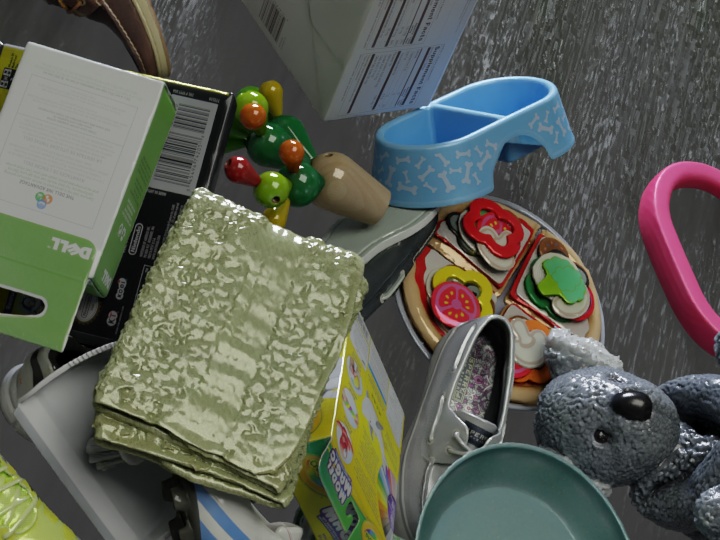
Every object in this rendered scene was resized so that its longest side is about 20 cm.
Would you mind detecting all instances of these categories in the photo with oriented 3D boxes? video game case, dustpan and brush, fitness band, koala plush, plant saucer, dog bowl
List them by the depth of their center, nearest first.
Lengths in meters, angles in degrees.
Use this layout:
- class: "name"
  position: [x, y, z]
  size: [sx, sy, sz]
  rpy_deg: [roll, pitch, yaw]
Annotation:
- class: "dustpan and brush"
  position: [-0.117, 0.081, 1.342]
  size: [0.200, 0.057, 0.140]
  rpy_deg: [-44, 111, -30]
- class: "video game case"
  position: [-0.198, -0.049, 1.408]
  size: [0.179, 0.026, 0.201]
  rpy_deg: [13, 76, 5]
- class: "plant saucer"
  position: [0.115, 0.227, 1.443]
  size: [0.199, 0.036, 0.201]
  rpy_deg: [13, 63, -28]
- class: "koala plush"
  position: [0.225, 0.133, 1.555]
  size: [0.198, 0.184, 0.179]
  rpy_deg: [11, 69, 0]
- class: "dog bowl"
  position: [0.091, -0.110, 1.636]
  size: [0.199, 0.111, 0.050]
  rpy_deg: [-27, 119, -38]
- class: "fitness band"
  position: [0.324, -0.008, 1.756]
  size: [0.143, 0.037, 0.201]
  rpy_deg: [-6, 64, -32]

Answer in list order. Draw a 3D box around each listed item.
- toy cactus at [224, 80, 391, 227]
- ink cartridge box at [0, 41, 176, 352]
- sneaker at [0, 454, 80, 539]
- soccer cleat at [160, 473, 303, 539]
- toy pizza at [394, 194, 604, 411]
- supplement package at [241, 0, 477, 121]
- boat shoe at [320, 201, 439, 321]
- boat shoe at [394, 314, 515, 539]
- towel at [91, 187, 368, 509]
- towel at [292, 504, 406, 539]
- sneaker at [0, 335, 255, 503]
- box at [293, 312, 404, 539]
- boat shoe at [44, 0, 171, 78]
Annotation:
- class: "toy cactus"
  position: [-0.056, -0.077, 1.522]
  size: [0.164, 0.103, 0.200]
  rpy_deg: [28, 8, -19]
- class: "ink cartridge box"
  position: [-0.210, -0.045, 1.363]
  size: [0.103, 0.059, 0.201]
  rpy_deg: [17, 77, 7]
- class: "sneaker"
  position: [-0.262, 0.142, 1.306]
  size: [0.200, 0.076, 0.076]
  rpy_deg: [38, 48, -5]
- class: "soccer cleat"
  position: [-0.073, 0.214, 1.319]
  size: [0.086, 0.070, 0.202]
  rpy_deg: [-12, 101, -14]
- class: "toy pizza"
  position: [0.118, 0.020, 1.625]
  size: [0.199, 0.032, 0.201]
  rpy_deg: [14, 55, -21]
- class: "supplement package"
  position: [-0.009, -0.249, 1.615]
  size: [0.110, 0.156, 0.201]
  rpy_deg: [-11, 53, -33]
- class: "boat shoe"
  position: [0.000, 0.000, 1.554]
  size: [0.200, 0.075, 0.061]
  rpy_deg: [-35, 121, -42]
- class: "boat shoe"
  position: [0.078, 0.125, 1.504]
  size: [0.072, 0.068, 0.201]
  rpy_deg: [28, 61, -12]
- class: "towel"
  position: [-0.085, 0.050, 1.313]
  size: [0.148, 0.037, 0.201]
  rpy_deg: [24, 60, -7]
- class: "towel"
  position: [0.028, 0.262, 1.416]
  size: [0.199, 0.031, 0.150]
  rpy_deg: [26, 59, -13]
- class: "sneaker"
  position: [-0.152, 0.112, 1.386]
  size: [0.199, 0.080, 0.074]
  rpy_deg: [26, 50, -15]
- class: "box"
  position: [-0.012, 0.123, 1.400]
  size: [0.200, 0.048, 0.118]
  rpy_deg: [-84, 154, -59]
- class: "boat shoe"
  position: [-0.220, -0.230, 1.577]
  size: [0.072, 0.072, 0.201]
  rpy_deg: [-30, 89, -8]
